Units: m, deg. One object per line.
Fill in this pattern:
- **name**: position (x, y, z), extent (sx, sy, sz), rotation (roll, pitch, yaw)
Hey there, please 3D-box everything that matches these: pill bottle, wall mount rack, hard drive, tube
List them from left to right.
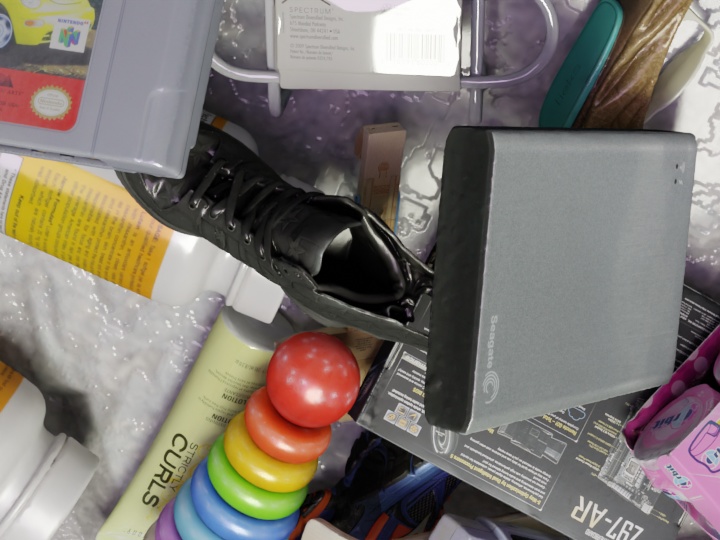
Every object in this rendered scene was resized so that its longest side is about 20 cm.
- **pill bottle**: position (-0.267, 0.094, 0.947), extent (0.199, 0.111, 0.111), rotation (36, 113, -9)
- **pill bottle**: position (-0.126, -0.047, 0.874), extent (0.199, 0.111, 0.112), rotation (24, 114, -3)
- **tube**: position (-0.100, 0.112, 0.977), extent (0.058, 0.052, 0.201), rotation (40, 120, 21)
- **wall mount rack**: position (0.009, -0.168, 0.829), extent (0.198, 0.075, 0.175), rotation (3, 117, 5)
- **hard drive**: position (0.105, -0.001, 0.776), extent (0.033, 0.199, 0.141), rotation (11, 101, 38)

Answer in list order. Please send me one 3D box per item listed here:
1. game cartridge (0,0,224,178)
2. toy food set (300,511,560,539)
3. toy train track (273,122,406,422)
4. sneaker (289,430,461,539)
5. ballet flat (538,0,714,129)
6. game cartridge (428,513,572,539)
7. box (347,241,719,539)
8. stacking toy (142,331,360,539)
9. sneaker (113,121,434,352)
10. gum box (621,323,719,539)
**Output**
- **game cartridge**: position (-0.170, -0.126, 0.785), extent (0.198, 0.041, 0.134), rotation (9, 80, 15)
- **toy food set**: position (0.036, 0.197, 0.938), extent (0.199, 0.060, 0.144), rotation (-5, 122, -39)
- **toy train track**: position (0.000, 0.000, 0.909), extent (0.114, 0.033, 0.201), rotation (-9, 126, -22)
- **sneaker**: position (0.023, 0.148, 0.971), extent (0.078, 0.076, 0.200), rotation (33, 117, -25)
- **ballet flat**: position (0.164, -0.145, 0.825), extent (0.072, 0.068, 0.201), rotation (10, 117, -21)
- **game cartridge**: position (0.084, 0.215, 0.923), extent (0.199, 0.038, 0.130), rotation (22, 106, -49)
- **box**: position (0.116, 0.061, 0.889), extent (0.199, 0.044, 0.161), rotation (28, 88, -6)
- **stacking toy**: position (-0.057, 0.119, 0.907), extent (0.085, 0.086, 0.201), rotation (28, 122, -5)
- **sneaker**: position (-0.031, -0.020, 0.784), extent (0.199, 0.104, 0.060), rotation (36, 76, -14)
- **gum box**: position (0.250, 0.071, 0.853), extent (0.200, 0.066, 0.114), rotation (-45, 105, -7)
